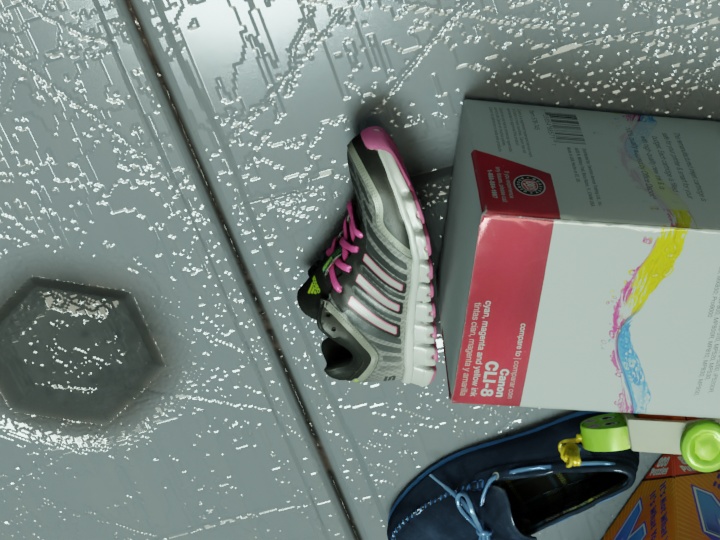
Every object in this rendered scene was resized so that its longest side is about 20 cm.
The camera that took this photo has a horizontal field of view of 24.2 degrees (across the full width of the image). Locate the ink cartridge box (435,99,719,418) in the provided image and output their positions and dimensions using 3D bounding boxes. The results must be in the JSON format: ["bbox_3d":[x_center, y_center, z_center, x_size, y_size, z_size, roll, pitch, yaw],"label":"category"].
[{"bbox_3d":[0.158,-0.007,1.058,0.200,0.145,0.145,4,122,-4],"label":"ink cartridge box"}]

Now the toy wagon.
[{"bbox_3d":[0.231,0.098,1.129,0.200,0.155,0.040,-8,96,3],"label":"toy wagon"}]

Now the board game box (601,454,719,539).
[{"bbox_3d":[0.260,0.292,1.205,0.200,0.200,0.200,26,119,-5],"label":"board game box"}]

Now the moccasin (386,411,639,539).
[{"bbox_3d":[0.105,0.162,1.212,0.200,0.068,0.080,-32,119,17],"label":"moccasin"}]

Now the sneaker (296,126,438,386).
[{"bbox_3d":[0.000,0.000,1.098,0.087,0.074,0.200,-10,128,-3],"label":"sneaker"}]
